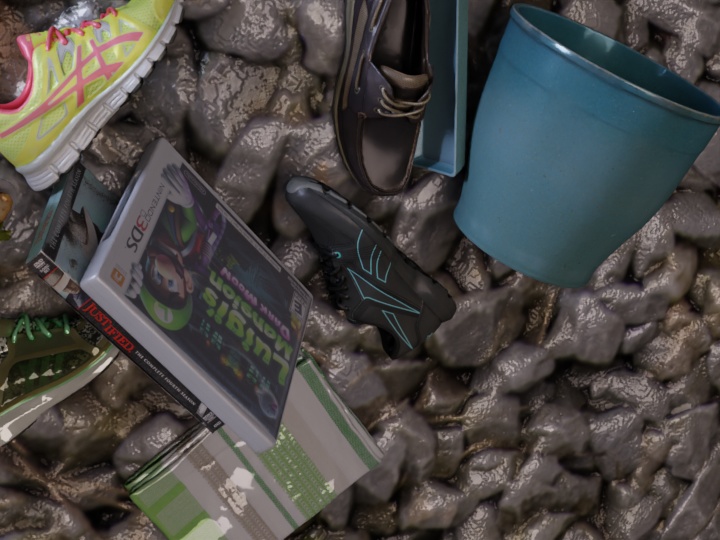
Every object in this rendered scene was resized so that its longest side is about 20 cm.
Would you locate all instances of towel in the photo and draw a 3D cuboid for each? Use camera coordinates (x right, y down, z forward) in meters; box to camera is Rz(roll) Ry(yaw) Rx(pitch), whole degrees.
[{"bbox_3d":[-0.090,0.181,1.101,0.200,0.031,0.149,-39,114,-7],"label":"towel"}]

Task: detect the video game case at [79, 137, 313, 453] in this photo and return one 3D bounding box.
[{"bbox_3d":[-0.119,0.017,0.972,0.023,0.182,0.200,-27,120,28],"label":"video game case"}]

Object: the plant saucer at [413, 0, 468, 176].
[{"bbox_3d":[0.067,-0.184,1.039,0.019,0.070,0.201,-11,109,-31],"label":"plant saucer"}]

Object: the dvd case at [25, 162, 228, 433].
[{"bbox_3d":[-0.170,0.018,0.963,0.022,0.146,0.200,-35,116,19],"label":"dvd case"}]

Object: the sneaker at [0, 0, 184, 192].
[{"bbox_3d":[-0.211,-0.160,0.931,0.090,0.078,0.200,40,86,-19],"label":"sneaker"}]

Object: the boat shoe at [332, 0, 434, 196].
[{"bbox_3d":[0.021,-0.157,1.025,0.074,0.073,0.201,-8,107,-19],"label":"boat shoe"}]

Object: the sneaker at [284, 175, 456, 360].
[{"bbox_3d":[0.000,0.000,1.061,0.079,0.075,0.200,-47,116,-1],"label":"sneaker"}]

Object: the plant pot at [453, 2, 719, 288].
[{"bbox_3d":[0.177,-0.097,1.050,0.199,0.200,0.189,16,114,-25],"label":"plant pot"}]

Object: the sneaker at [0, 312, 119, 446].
[{"bbox_3d":[-0.259,0.062,0.980,0.200,0.077,0.089,-39,107,-10],"label":"sneaker"}]

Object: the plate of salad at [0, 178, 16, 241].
[{"bbox_3d":[-0.323,0.007,0.873,0.200,0.200,0.048,-39,86,-8],"label":"plate of salad"}]
